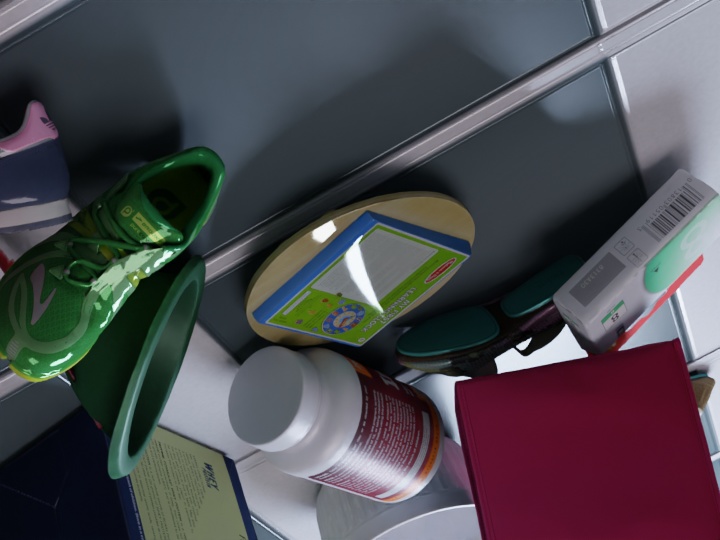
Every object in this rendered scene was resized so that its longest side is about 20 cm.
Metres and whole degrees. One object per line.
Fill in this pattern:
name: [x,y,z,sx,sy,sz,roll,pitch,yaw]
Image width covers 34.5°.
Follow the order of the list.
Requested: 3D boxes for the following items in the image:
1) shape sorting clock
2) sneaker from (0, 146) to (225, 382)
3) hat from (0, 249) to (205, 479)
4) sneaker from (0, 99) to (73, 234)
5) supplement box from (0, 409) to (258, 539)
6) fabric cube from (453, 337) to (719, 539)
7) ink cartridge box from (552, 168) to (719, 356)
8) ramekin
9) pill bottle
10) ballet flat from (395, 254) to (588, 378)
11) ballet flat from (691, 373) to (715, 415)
shape sorting clock: [0.000,0.000,0.937,0.198,0.039,0.201,-16,148,-10]
sneaker: [-0.158,-0.016,0.730,0.200,0.074,0.084,-52,-173,-33]
hat: [-0.221,0.031,0.845,0.174,0.166,0.201,20,115,1]
sneaker: [-0.277,-0.061,0.696,0.198,0.070,0.083,-4,99,-11]
supplement box: [-0.192,0.255,1.009,0.134,0.201,0.200,-34,144,15]
fabric cube: [0.199,0.187,1.051,0.197,0.198,0.200,-13,166,1]
ink cartridge box: [0.264,0.018,1.054,0.161,0.050,0.200,-45,146,-2]
ramekin: [0.046,0.261,1.234,0.198,0.106,0.201,-16,142,-12]
pill bottle: [-0.020,0.135,1.032,0.113,0.114,0.199,-39,142,19]
ballet flat: [0.130,0.057,1.054,0.199,0.069,0.072,-26,124,-3]
ballet flat: [0.329,0.178,1.319,0.198,0.073,0.068,-13,142,-16]
